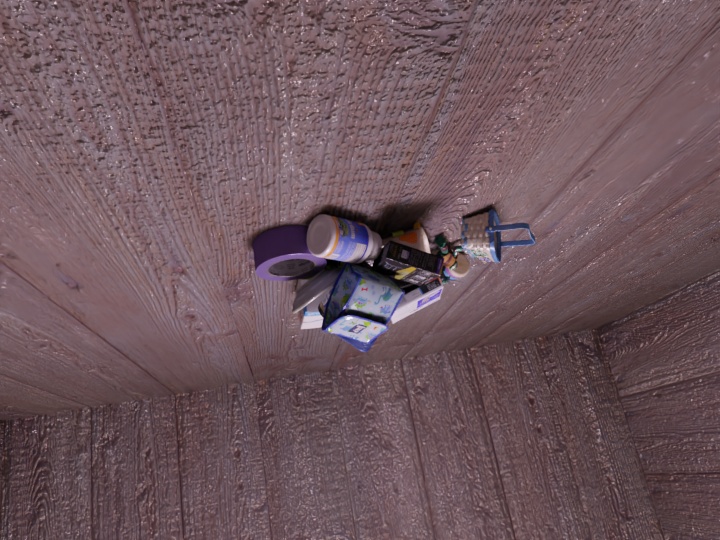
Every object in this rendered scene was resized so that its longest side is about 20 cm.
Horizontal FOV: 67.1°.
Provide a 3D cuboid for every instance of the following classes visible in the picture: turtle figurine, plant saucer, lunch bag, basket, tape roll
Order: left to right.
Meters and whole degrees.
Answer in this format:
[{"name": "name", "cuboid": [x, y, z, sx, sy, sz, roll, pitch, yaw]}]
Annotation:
[{"name": "tape roll", "cuboid": [-0.197, -0.045, 1.513, 0.198, 0.086, 0.200, -10, 161, -3]}, {"name": "plant saucer", "cuboid": [-0.132, 0.046, 1.590, 0.199, 0.050, 0.200, -37, -176, 3]}, {"name": "lunch bag", "cuboid": [0.001, 0.102, 1.520, 0.169, 0.128, 0.201, 20, 107, -33]}, {"name": "lunch bag", "cuboid": [0.010, 0.175, 1.841, 0.133, 0.135, 0.200, -60, 174, 12]}, {"name": "turtle figurine", "cuboid": [0.282, -0.033, 1.754, 0.100, 0.151, 0.199, 27, 178, 45]}, {"name": "basket", "cuboid": [0.403, -0.098, 1.595, 0.198, 0.141, 0.176, -8, 162, 24]}]

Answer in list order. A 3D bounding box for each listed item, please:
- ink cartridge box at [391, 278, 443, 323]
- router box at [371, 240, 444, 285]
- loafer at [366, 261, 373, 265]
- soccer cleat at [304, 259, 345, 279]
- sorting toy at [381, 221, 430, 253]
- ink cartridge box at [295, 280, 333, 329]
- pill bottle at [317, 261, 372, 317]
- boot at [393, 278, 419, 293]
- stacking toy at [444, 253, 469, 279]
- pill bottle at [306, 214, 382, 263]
[{"name": "ink cartridge box", "cuboid": [0.182, 0.105, 1.839, 0.197, 0.044, 0.200, -27, 164, -2]}, {"name": "router box", "cuboid": [0.126, -0.016, 1.509, 0.156, 0.053, 0.200, 18, 168, -8]}, {"name": "loafer", "cuboid": [0.000, 0.000, 1.776, 0.068, 0.071, 0.201, 22, 133, -17]}, {"name": "soccer cleat", "cuboid": [-0.113, -0.005, 1.696, 0.198, 0.065, 0.084, -2, 154, -11]}, {"name": "sorting toy", "cuboid": [0.106, -0.065, 1.610, 0.178, 0.108, 0.200, -8, 161, 15]}, {"name": "ink cartridge box", "cuboid": [-0.136, 0.097, 1.842, 0.143, 0.149, 0.200, -6, 160, -13]}, {"name": "pill bottle", "cuboid": [-0.029, 0.071, 1.635, 0.200, 0.112, 0.111, -50, 148, 13]}, {"name": "boot", "cuboid": [0.137, 0.038, 1.804, 0.209, 0.080, 0.158, -7, 161, -18]}, {"name": "stacking toy", "cuboid": [0.310, 0.007, 1.945, 0.084, 0.086, 0.200, -4, 165, -19]}, {"name": "pill bottle", "cuboid": [-0.037, -0.080, 1.458, 0.199, 0.113, 0.112, 8, 153, -44]}]
